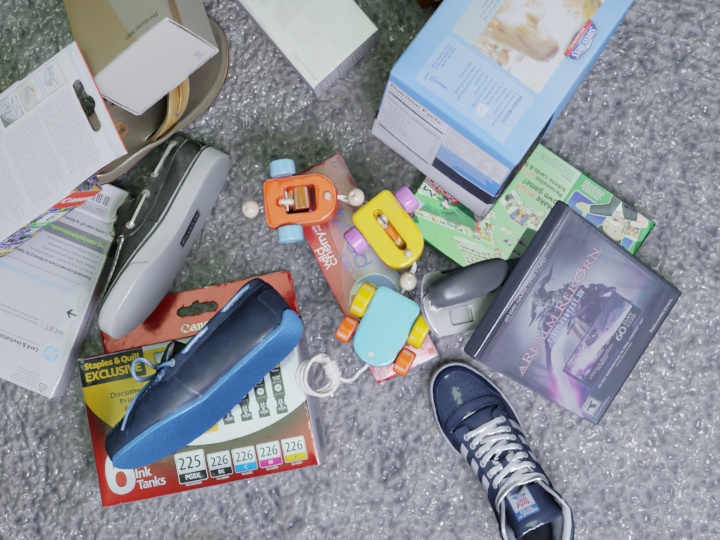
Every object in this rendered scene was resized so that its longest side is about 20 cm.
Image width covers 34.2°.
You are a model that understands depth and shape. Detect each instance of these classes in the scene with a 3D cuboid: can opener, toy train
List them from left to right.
[{"bbox_3d":[-0.014,0.001,0.995,0.148,0.056,0.204,-11,83,3],"label":"toy train"},{"bbox_3d":[0.140,0.012,0.981,0.197,0.067,0.054,-11,86,-26],"label":"can opener"}]

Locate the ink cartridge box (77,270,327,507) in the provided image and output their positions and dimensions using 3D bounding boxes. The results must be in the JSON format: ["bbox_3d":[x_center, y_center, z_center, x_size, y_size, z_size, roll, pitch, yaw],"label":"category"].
[{"bbox_3d":[-0.143,0.102,1.051,0.197,0.084,0.179,-12,86,3],"label":"ink cartridge box"}]

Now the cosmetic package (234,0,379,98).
[{"bbox_3d":[-0.076,-0.264,1.079,0.082,0.051,0.201,-40,86,-1],"label":"cosmetic package"}]

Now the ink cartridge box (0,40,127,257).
[{"bbox_3d":[-0.280,-0.100,1.010,0.198,0.050,0.110,-29,84,24],"label":"ink cartridge box"}]

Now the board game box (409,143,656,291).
[{"bbox_3d":[0.149,-0.043,1.070,0.199,0.029,0.135,35,90,4],"label":"board game box"}]

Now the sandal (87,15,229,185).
[{"bbox_3d":[-0.193,-0.159,1.066,0.080,0.054,0.200,42,73,5],"label":"sandal"}]

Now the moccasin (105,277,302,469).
[{"bbox_3d":[-0.134,0.086,0.971,0.199,0.080,0.069,-38,66,6],"label":"moccasin"}]

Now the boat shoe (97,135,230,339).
[{"bbox_3d":[-0.190,-0.033,1.057,0.063,0.071,0.202,23,66,12],"label":"boat shoe"}]

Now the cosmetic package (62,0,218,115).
[{"bbox_3d":[-0.205,-0.252,1.026,0.105,0.071,0.202,-34,60,21],"label":"cosmetic package"}]

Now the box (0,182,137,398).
[{"bbox_3d":[-0.314,-0.004,1.086,0.154,0.041,0.203,20,88,4],"label":"box"}]

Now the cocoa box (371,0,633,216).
[{"bbox_3d":[0.120,-0.177,1.002,0.133,0.131,0.201,36,74,4],"label":"cocoa box"}]

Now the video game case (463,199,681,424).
[{"bbox_3d":[0.186,0.042,0.995,0.019,0.199,0.144,36,96,46],"label":"video game case"}]

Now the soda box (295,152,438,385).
[{"bbox_3d":[0.000,0.000,1.054,0.063,0.070,0.202,-26,86,1],"label":"soda box"}]

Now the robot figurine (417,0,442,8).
[{"bbox_3d":[0.056,-0.301,1.000,0.057,0.200,0.147,-15,88,2],"label":"robot figurine"}]

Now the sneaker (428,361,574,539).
[{"bbox_3d":[0.125,0.171,1.022,0.069,0.109,0.202,-29,86,1],"label":"sneaker"}]
